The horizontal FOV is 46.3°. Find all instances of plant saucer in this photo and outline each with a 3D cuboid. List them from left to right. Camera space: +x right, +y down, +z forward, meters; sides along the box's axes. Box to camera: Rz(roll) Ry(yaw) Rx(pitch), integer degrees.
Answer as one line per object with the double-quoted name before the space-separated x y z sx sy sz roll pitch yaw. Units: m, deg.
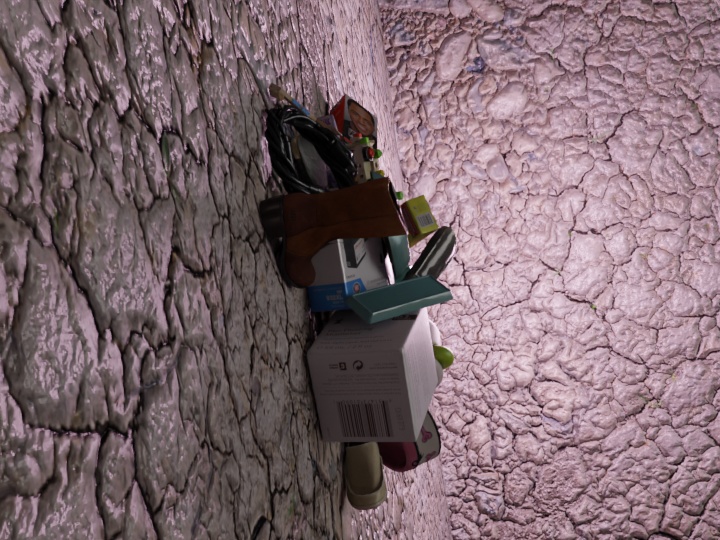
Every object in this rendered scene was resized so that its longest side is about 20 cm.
"plant saucer" 0.057 -0.085 1.517 0.200 0.035 0.203 -15 90 -90
"plant saucer" 0.068 0.044 1.410 0.070 0.198 0.019 39 -52 37

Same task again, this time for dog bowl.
"dog bowl" 0.058 0.293 1.598 0.200 0.073 0.202 39 -32 30

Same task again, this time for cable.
"cable" -0.086 -0.173 1.326 0.200 0.051 0.164 44 44 -22

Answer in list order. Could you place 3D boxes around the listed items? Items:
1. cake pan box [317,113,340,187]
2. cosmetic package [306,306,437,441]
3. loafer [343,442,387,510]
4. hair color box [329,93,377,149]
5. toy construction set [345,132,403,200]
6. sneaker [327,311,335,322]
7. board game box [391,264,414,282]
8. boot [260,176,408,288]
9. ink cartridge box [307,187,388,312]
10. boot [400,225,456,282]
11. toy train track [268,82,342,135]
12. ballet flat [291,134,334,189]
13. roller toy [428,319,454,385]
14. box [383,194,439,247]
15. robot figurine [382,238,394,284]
"cake pan box" -0.046 -0.184 1.681 0.185 0.052 0.201 -102 177 -45
"cosmetic package" 0.026 0.164 1.409 0.200 0.163 0.167 -57 140 -64
"loafer" 0.003 0.345 1.505 0.201 0.075 0.069 -101 177 -64
"hair color box" -0.017 -0.293 1.851 0.101 0.061 0.201 32 34 -24
"toy construction set" 0.025 -0.190 1.690 0.131 0.091 0.202 -8 74 -60
"sneaker" -0.013 0.116 1.570 0.078 0.081 0.203 -72 152 -70
"board game box" 0.045 0.020 1.812 0.200 0.150 0.046 -7 89 -81
"boot" -0.028 -0.054 1.246 0.069 0.197 0.190 -89 167 -48
"ink cartridge box" -0.031 -0.042 1.451 0.145 0.083 0.203 -16 99 -56
"boot" 0.105 0.034 1.577 0.201 0.072 0.183 -59 173 -42
"toy train track" -0.103 -0.260 1.427 0.033 0.114 0.200 -58 154 0
"ballet flat" -0.087 -0.163 1.519 0.067 0.056 0.201 -65 147 -32
"roller toy" 0.085 0.182 1.830 0.183 0.198 0.141 125 -29 -47
"box" 0.072 -0.072 1.646 0.200 0.050 0.076 -33 -101 56
"robot figurine" 0.000 -0.002 1.626 0.151 0.123 0.201 -89 167 -47
